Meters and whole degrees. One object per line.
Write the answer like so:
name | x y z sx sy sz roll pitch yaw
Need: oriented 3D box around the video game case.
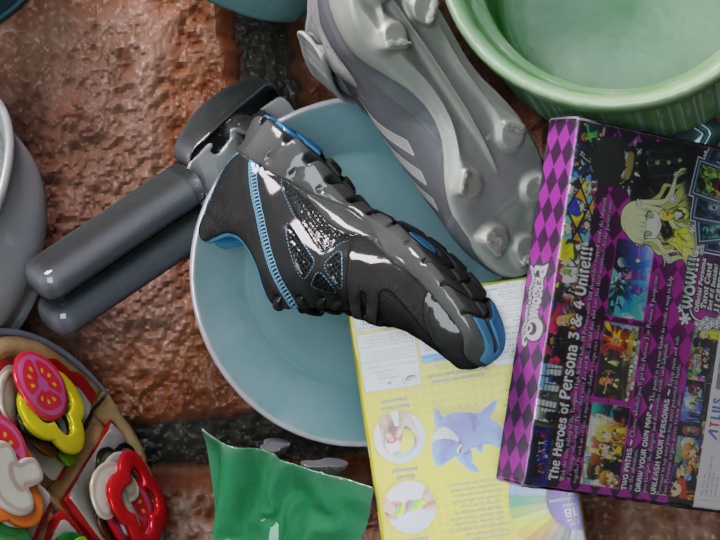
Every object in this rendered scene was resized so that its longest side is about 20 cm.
video game case | 0.171 0.029 1.477 0.180 0.036 0.201 9 88 -28

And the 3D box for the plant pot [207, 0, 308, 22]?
plant pot | -0.036 -0.258 1.486 0.200 0.200 0.196 42 121 9

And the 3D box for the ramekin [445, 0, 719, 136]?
ramekin | 0.148 -0.169 1.492 0.199 0.098 0.201 -3 74 11

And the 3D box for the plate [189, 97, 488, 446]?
plate | 0.000 0.000 1.542 0.199 0.026 0.202 -1 96 -8

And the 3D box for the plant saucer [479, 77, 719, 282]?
plant saucer | 0.127 -0.018 1.534 0.070 0.019 0.201 34 89 -2

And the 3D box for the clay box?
clay box | 0.064 0.109 1.499 0.114 0.048 0.201 -8 90 5

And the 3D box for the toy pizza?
toy pizza | -0.166 0.124 1.477 0.032 0.200 0.201 -22 83 29

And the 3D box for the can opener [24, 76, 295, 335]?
can opener | -0.111 -0.036 1.540 0.200 0.053 0.066 -39 41 -26

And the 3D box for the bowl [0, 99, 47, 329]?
bowl | -0.247 -0.004 1.554 0.200 0.090 0.202 -26 44 28

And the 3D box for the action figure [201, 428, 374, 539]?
action figure | -0.052 0.200 1.538 0.118 0.055 0.201 18 105 33

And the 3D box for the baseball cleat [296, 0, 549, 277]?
baseball cleat | 0.035 -0.087 1.477 0.070 0.106 0.201 -35 108 -23

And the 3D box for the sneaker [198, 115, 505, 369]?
sneaker | -0.004 0.001 1.466 0.200 0.073 0.082 40 97 29

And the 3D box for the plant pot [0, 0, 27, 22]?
plant pot | -0.284 -0.240 1.543 0.199 0.188 0.202 -1 86 10
